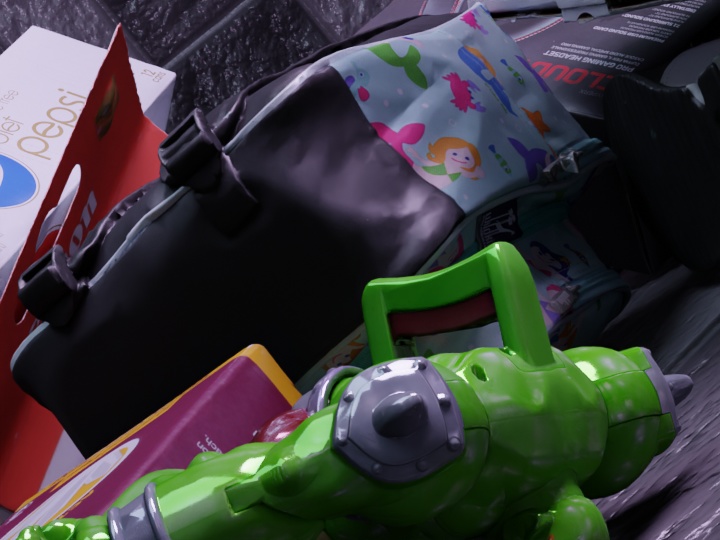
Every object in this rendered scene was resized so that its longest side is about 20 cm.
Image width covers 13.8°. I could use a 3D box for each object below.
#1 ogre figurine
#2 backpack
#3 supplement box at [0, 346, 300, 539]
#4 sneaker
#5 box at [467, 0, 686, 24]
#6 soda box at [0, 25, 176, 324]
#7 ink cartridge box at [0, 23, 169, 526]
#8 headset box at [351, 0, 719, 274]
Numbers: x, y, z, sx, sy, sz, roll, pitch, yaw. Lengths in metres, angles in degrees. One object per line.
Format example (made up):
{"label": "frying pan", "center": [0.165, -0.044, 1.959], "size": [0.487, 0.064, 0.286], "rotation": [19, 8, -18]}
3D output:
{"label": "ogre figurine", "center": [0.006, 0.056, 0.774], "size": [0.120, 0.098, 0.200], "rotation": [-30, -35, 30]}
{"label": "backpack", "center": [0.000, 0.000, 1.011], "size": [0.178, 0.151, 0.200], "rotation": [-44, 1, 27]}
{"label": "supplement box", "center": [-0.076, 0.117, 0.846], "size": [0.110, 0.086, 0.200], "rotation": [-35, 7, 28]}
{"label": "sneaker", "center": [0.147, -0.052, 0.978], "size": [0.088, 0.074, 0.200], "rotation": [-23, 2, -19]}
{"label": "box", "center": [0.145, -0.141, 1.005], "size": [0.176, 0.097, 0.200], "rotation": [-9, 5, -19]}
{"label": "soda box", "center": [-0.132, -0.016, 1.068], "size": [0.200, 0.063, 0.068], "rotation": [-57, -16, -60]}
{"label": "ink cartridge box", "center": [-0.084, 0.032, 1.078], "size": [0.200, 0.057, 0.163], "rotation": [94, -165, -65]}
{"label": "headset box", "center": [0.093, -0.083, 1.167], "size": [0.148, 0.075, 0.200], "rotation": [14, 45, 41]}
